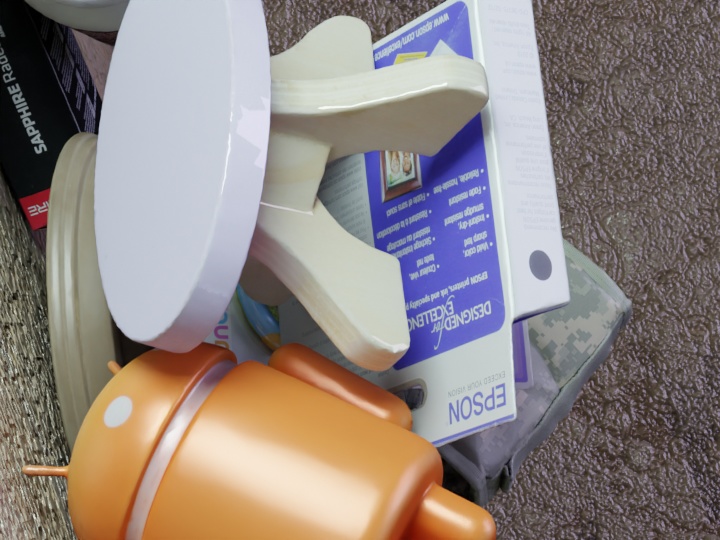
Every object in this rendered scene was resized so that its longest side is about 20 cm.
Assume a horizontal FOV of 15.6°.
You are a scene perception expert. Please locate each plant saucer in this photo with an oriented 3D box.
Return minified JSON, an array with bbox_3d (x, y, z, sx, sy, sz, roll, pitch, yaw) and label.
[{"bbox_3d":[-0.116,0.030,1.303,0.200,0.029,0.201,-6,90,-83],"label":"plant saucer"}]

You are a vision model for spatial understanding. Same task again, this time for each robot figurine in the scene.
[{"bbox_3d":[-0.043,0.104,1.140,0.199,0.144,0.117,24,-1,13],"label":"robot figurine"}]

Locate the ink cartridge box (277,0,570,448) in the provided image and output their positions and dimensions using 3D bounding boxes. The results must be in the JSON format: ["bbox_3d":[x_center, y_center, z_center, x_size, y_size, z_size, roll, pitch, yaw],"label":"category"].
[{"bbox_3d":[0.022,-0.008,1.231,0.198,0.043,0.201,-24,-114,55],"label":"ink cartridge box"}]

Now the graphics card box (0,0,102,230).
[{"bbox_3d":[-0.188,-0.134,1.381,0.126,0.051,0.201,-101,171,-66],"label":"graphics card box"}]

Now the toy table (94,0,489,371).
[{"bbox_3d":[-0.040,-0.046,1.162,0.184,0.117,0.201,-32,-130,51],"label":"toy table"}]

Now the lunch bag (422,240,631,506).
[{"bbox_3d":[0.042,0.039,1.576,0.200,0.164,0.118,32,-27,20],"label":"lunch bag"}]

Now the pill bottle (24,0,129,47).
[{"bbox_3d":[-0.120,-0.172,1.300,0.200,0.114,0.115,-10,79,-86],"label":"pill bottle"}]

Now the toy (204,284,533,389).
[{"bbox_3d":[0.000,0.000,1.355,0.047,0.199,0.116,143,-54,-62],"label":"toy"}]

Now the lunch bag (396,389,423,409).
[{"bbox_3d":[-0.048,0.002,1.455,0.118,0.163,0.201,58,30,-68],"label":"lunch bag"}]
